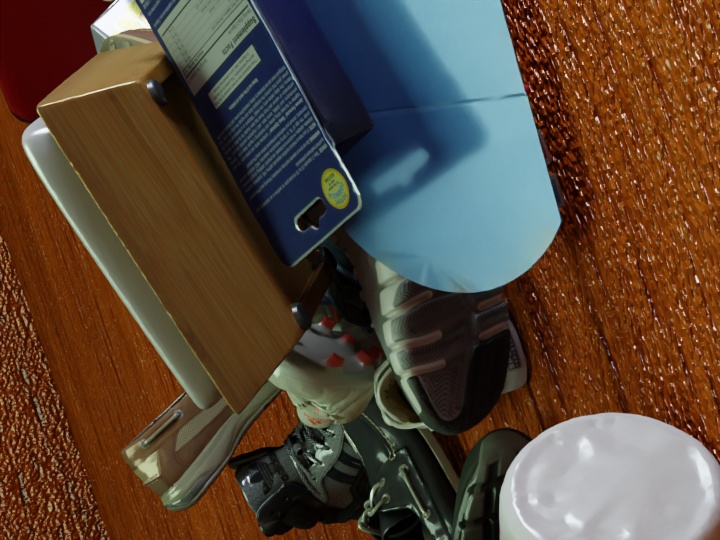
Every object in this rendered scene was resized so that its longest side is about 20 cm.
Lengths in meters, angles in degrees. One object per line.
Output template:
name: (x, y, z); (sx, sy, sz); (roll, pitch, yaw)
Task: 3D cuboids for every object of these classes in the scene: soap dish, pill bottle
soap dish: (-0.095, -0.032, 1.479); (0.200, 0.081, 0.157); (58, -165, -9)
pill bottle: (0.128, 0.176, 1.319); (0.112, 0.112, 0.200); (-123, 20, -45)

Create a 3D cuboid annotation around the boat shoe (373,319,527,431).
boat shoe: (0.040, 0.065, 1.588); (0.200, 0.070, 0.071); (156, 94, -76)

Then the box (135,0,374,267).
box: (-0.057, -0.108, 1.395); (0.200, 0.032, 0.121); (62, 153, 5)

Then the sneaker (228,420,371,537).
sneaker: (-0.032, 0.123, 1.847); (0.200, 0.114, 0.075); (89, 157, -51)

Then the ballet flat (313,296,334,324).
ballet flat: (-0.063, 0.011, 1.688); (0.200, 0.072, 0.072); (57, 179, -44)

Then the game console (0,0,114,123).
game console: (-0.191, -0.231, 1.804); (0.172, 0.119, 0.200); (-76, -24, -48)

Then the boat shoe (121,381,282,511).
boat shoe: (-0.094, 0.074, 1.865); (0.072, 0.200, 0.076); (37, 167, -4)

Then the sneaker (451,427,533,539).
sneaker: (0.080, 0.161, 1.558); (0.079, 0.075, 0.200); (-121, 18, -46)

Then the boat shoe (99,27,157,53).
boat shoe: (-0.069, -0.105, 1.617); (0.200, 0.068, 0.072); (21, 132, 27)

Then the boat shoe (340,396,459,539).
boat shoe: (0.030, 0.152, 1.715); (0.200, 0.063, 0.073); (52, 156, 33)

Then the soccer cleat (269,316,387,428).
soccer cleat: (-0.021, 0.068, 1.656); (0.069, 0.078, 0.200); (34, -168, 12)

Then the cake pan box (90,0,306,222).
cake pan box: (-0.088, -0.080, 1.750); (0.184, 0.052, 0.200); (41, 164, 16)

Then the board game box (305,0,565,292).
board game box: (0.040, -0.088, 1.368); (0.158, 0.039, 0.200); (-4, 107, 46)

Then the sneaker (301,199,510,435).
sneaker: (0.017, -0.007, 1.486); (0.115, 0.075, 0.200); (-5, 100, 63)

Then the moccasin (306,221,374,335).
moccasin: (0.000, 0.000, 1.601); (0.200, 0.080, 0.068); (-175, 105, -76)
